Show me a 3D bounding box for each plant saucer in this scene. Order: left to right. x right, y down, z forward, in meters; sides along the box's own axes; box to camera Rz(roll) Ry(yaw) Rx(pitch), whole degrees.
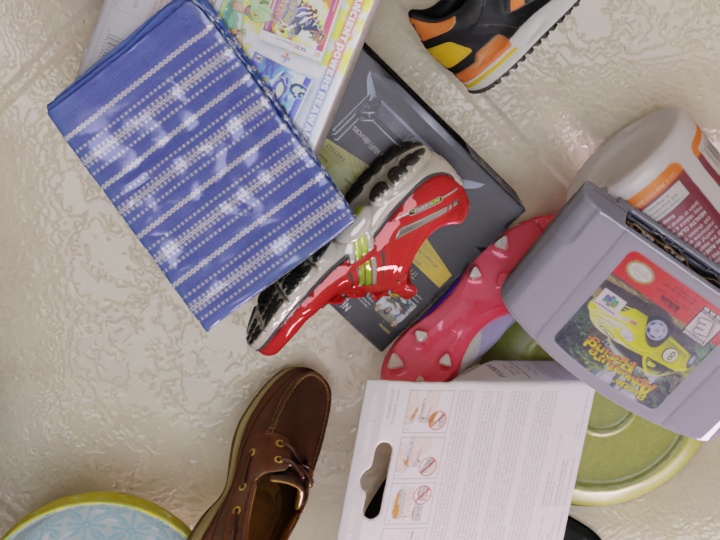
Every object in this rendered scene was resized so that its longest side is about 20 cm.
[{"bbox_3d":[0.191,0.100,1.450,0.198,0.031,0.202,-1,107,-3],"label":"plant saucer"}]

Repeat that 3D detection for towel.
[{"bbox_3d":[-0.113,-0.076,1.286,0.144,0.024,0.201,-35,94,14],"label":"towel"}]

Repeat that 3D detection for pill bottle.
[{"bbox_3d":[0.256,-0.014,1.378,0.114,0.114,0.200,-39,105,7],"label":"pill bottle"}]

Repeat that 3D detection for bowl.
[{"bbox_3d":[-0.200,0.253,1.426,0.198,0.108,0.202,-1,106,-3],"label":"bowl"}]

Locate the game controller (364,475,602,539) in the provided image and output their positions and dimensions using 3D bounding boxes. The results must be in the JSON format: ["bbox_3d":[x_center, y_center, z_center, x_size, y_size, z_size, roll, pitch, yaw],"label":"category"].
[{"bbox_3d":[0.102,0.219,1.479,0.199,0.042,0.105,31,88,-12],"label":"game controller"}]

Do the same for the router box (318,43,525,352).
[{"bbox_3d":[0.000,-0.063,1.377,0.157,0.052,0.200,-44,104,9],"label":"router box"}]

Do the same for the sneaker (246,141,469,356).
[{"bbox_3d":[0.000,0.000,1.332,0.200,0.077,0.085,-43,110,10],"label":"sneaker"}]

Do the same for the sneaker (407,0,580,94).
[{"bbox_3d":[0.120,-0.227,1.329,0.090,0.070,0.200,39,102,-17],"label":"sneaker"}]

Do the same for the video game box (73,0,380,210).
[{"bbox_3d":[-0.091,-0.171,1.300,0.181,0.047,0.201,24,102,6],"label":"video game box"}]

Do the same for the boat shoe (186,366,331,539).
[{"bbox_3d":[-0.063,0.160,1.379,0.072,0.067,0.201,43,55,-28],"label":"boat shoe"}]

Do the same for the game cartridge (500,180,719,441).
[{"bbox_3d":[0.208,0.037,1.336,0.199,0.041,0.133,34,130,-4],"label":"game cartridge"}]

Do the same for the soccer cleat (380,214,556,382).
[{"bbox_3d":[0.093,0.031,1.413,0.200,0.076,0.067,-43,83,-9],"label":"soccer cleat"}]

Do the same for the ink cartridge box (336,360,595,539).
[{"bbox_3d":[0.072,0.149,1.384,0.199,0.047,0.161,3,108,-26],"label":"ink cartridge box"}]
